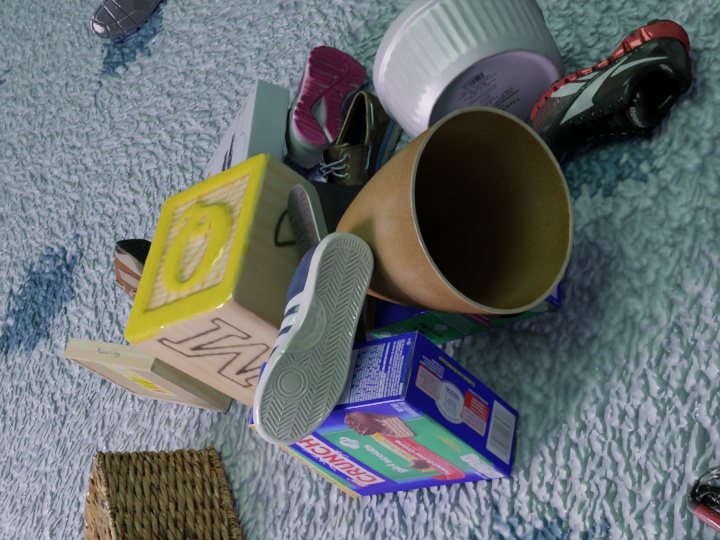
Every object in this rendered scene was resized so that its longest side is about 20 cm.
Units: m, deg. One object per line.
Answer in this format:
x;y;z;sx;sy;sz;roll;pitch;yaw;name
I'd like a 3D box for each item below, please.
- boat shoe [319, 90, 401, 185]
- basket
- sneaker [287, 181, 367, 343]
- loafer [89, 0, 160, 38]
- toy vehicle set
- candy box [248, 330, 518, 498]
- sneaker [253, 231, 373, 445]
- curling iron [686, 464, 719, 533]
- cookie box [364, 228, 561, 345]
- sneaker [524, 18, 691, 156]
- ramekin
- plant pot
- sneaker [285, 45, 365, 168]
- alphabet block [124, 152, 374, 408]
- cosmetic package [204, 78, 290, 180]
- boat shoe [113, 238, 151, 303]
-0.014;-0.124;1.526;0.072;0.072;0.201;-8;57;43;boat shoe
-0.224;0.312;1.426;0.200;0.148;0.143;-118;37;-49;basket
0.000;0.000;1.306;0.075;0.106;0.201;-29;71;60;sneaker
-0.382;-0.475;2.191;0.200;0.072;0.063;-37;21;11;loafer
-0.263;0.127;1.553;0.200;0.124;0.027;3;65;47;toy vehicle set
0.021;0.143;1.211;0.200;0.169;0.077;-14;50;40;candy box
-0.046;0.062;1.159;0.201;0.075;0.084;-67;15;-6;sneaker
0.322;0.211;0.961;0.050;0.026;0.200;-54;38;5;curling iron
0.107;-0.020;1.320;0.200;0.075;0.172;-21;50;36;cookie box
0.251;-0.167;1.283;0.200;0.071;0.098;-33;40;22;sneaker
0.123;-0.202;1.350;0.200;0.200;0.105;-40;49;17;ramekin
0.065;-0.037;1.195;0.200;0.186;0.187;-17;50;54;plant pot
-0.056;-0.211;1.627;0.088;0.081;0.200;-54;10;47;sneaker
-0.111;0.020;1.403;0.196;0.200;0.196;-21;48;41;alphabet block
-0.154;-0.125;1.630;0.200;0.052;0.151;130;153;-49;cosmetic package
-0.266;0.028;1.685;0.200;0.075;0.074;39;120;44;boat shoe
